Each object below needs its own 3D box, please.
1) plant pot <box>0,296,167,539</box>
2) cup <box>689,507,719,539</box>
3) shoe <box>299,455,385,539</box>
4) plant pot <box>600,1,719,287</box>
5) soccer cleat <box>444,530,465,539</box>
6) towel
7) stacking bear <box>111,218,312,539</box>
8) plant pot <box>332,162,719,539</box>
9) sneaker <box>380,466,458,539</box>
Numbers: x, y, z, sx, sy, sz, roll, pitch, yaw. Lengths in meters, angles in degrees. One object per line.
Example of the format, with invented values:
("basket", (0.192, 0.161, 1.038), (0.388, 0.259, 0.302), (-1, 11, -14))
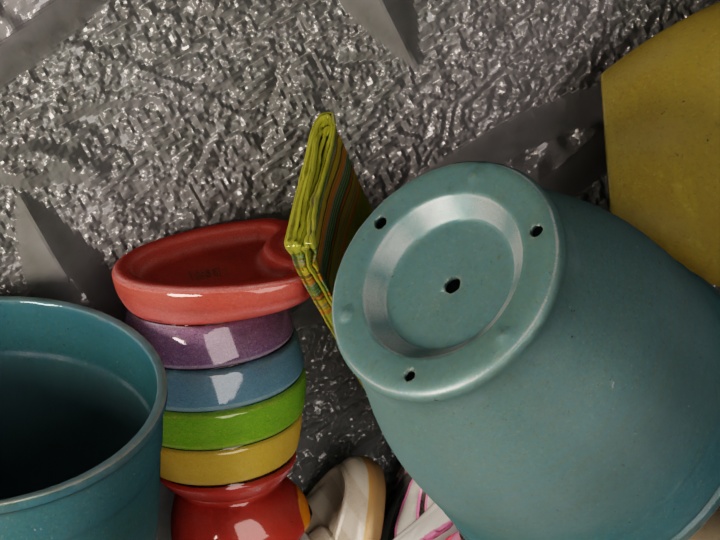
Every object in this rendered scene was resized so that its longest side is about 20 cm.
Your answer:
("plant pot", (-0.198, 0.145, 1.194), (0.199, 0.200, 0.189), (-12, 122, -17))
("cup", (0.186, 0.226, 1.366), (0.143, 0.200, 0.201), (20, 97, 5))
("shoe", (-0.046, 0.200, 1.321), (0.053, 0.070, 0.201), (23, 96, -31))
("plant pot", (0.217, -0.073, 1.302), (0.141, 0.200, 0.201), (-4, 107, 8))
("soccer cleat", (0.049, 0.194, 1.298), (0.199, 0.068, 0.073), (-31, 126, -2))
("towel", (0.000, 0.000, 1.236), (0.200, 0.018, 0.086), (63, 35, -56))
("stacking bear", (-0.077, 0.087, 1.262), (0.113, 0.122, 0.201), (-8, 109, -8))
("plant pot", (0.085, 0.043, 1.179), (0.200, 0.200, 0.188), (-51, 137, -2))
("sneaker", (0.057, 0.126, 1.344), (0.200, 0.086, 0.080), (-43, 142, 14))
